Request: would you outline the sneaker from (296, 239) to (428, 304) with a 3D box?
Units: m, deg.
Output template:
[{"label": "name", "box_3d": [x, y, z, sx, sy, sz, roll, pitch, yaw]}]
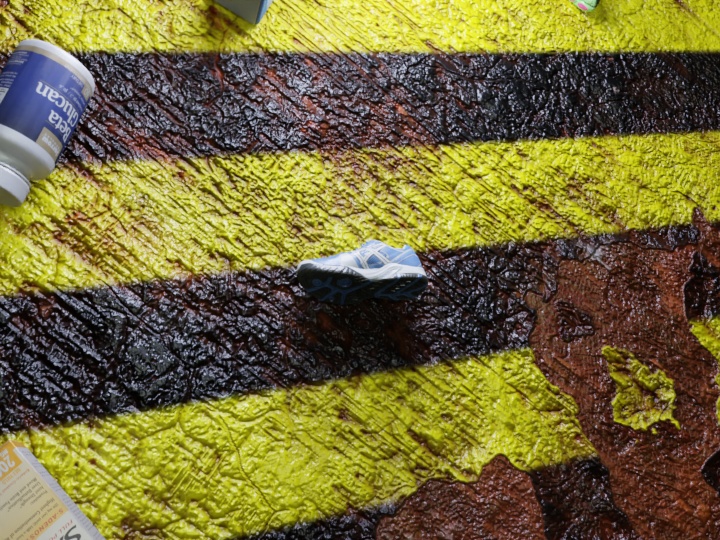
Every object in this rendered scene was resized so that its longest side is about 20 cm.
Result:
[{"label": "sneaker", "box_3d": [0.000, 0.000, 1.023, 0.196, 0.076, 0.078, 2, 51, -17]}]

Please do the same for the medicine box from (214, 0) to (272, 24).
[{"label": "medicine box", "box_3d": [-0.146, -0.527, 1.059, 0.102, 0.182, 0.202, 29, 68, -8]}]

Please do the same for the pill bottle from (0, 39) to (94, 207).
[{"label": "pill bottle", "box_3d": [-0.444, -0.192, 0.907, 0.110, 0.111, 0.203, 22, 70, -10]}]

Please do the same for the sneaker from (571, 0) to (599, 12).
[{"label": "sneaker", "box_3d": [0.432, -0.597, 1.319, 0.082, 0.077, 0.204, -7, 78, -15]}]

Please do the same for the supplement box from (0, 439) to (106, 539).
[{"label": "supplement box", "box_3d": [-0.391, 0.317, 0.798, 0.126, 0.074, 0.200, -42, 90, -22]}]
